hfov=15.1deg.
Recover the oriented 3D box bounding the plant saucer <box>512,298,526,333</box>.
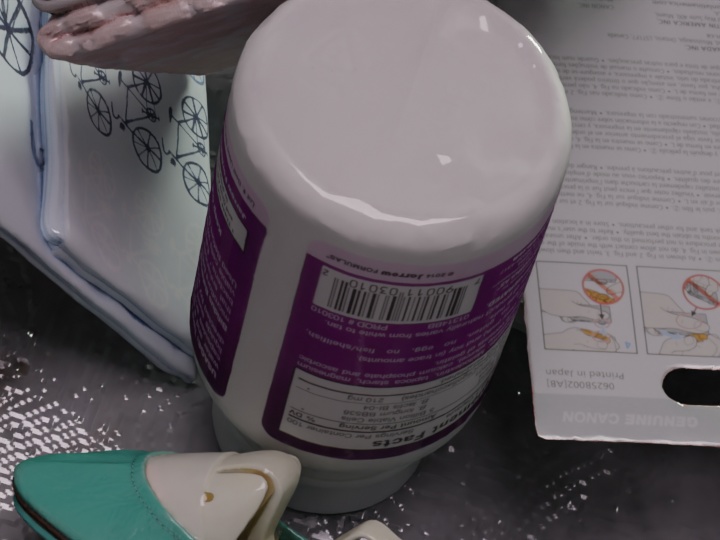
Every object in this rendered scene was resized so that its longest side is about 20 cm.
[{"bbox_3d":[0.086,-0.045,1.072,0.199,0.050,0.201,5,55,-8],"label":"plant saucer"}]

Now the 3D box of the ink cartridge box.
[{"bbox_3d":[0.127,-0.014,1.003,0.162,0.057,0.201,3,61,-9],"label":"ink cartridge box"}]

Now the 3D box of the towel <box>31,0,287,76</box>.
[{"bbox_3d":[0.002,-0.112,0.962,0.199,0.191,0.032,-16,89,15],"label":"towel"}]

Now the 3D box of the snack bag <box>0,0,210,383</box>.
[{"bbox_3d":[-0.113,-0.081,0.993,0.021,0.200,0.189,-21,52,24],"label":"snack bag"}]

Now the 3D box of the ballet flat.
[{"bbox_3d":[-0.024,0.103,0.931,0.200,0.071,0.067,34,20,7],"label":"ballet flat"}]

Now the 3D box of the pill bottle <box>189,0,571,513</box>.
[{"bbox_3d":[0.000,0.000,0.933,0.112,0.200,0.113,5,56,-8],"label":"pill bottle"}]
